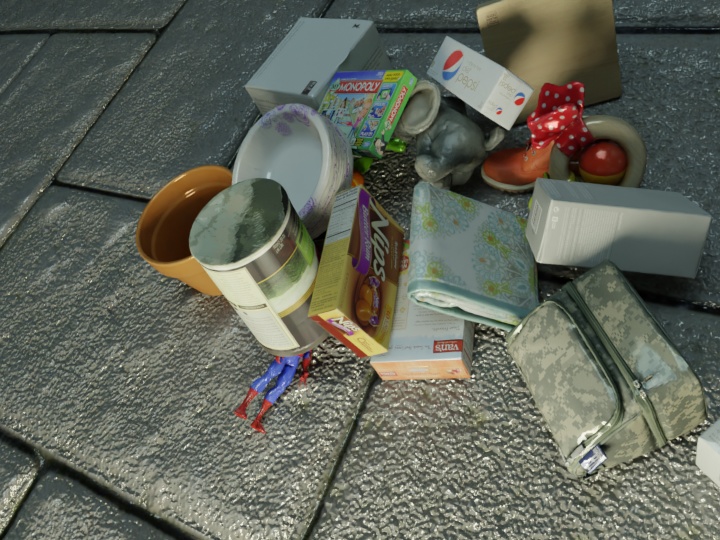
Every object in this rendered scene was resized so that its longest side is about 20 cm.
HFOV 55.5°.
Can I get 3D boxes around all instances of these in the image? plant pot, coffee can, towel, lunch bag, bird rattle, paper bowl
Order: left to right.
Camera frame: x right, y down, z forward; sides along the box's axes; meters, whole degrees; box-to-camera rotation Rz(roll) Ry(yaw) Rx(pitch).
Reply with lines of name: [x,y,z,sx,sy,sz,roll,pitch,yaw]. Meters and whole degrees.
plant pot: [-0.258,-0.055,1.157,0.194,0.141,0.205,-13,52,17]
coffee can: [-0.123,0.000,0.932,0.142,0.202,0.149,-13,47,15]
paper bowl: [-0.096,-0.142,1.052,0.196,0.103,0.208,-8,75,34]
towel: [0.155,-0.015,0.926,0.195,0.048,0.175,17,54,-17]
bird rattle: [0.304,-0.153,0.930,0.158,0.206,0.113,2,23,11]
lunch bag: [0.274,0.118,0.788,0.166,0.139,0.203,-33,49,13]

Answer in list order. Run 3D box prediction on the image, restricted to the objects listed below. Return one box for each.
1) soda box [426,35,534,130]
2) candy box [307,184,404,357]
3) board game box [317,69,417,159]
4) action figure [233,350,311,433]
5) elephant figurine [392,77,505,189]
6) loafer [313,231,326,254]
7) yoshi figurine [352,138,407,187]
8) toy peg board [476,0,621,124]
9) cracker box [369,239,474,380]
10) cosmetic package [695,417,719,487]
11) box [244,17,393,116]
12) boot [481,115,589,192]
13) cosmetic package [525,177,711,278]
soda box: [0.174,-0.286,1.029,0.069,0.062,0.201,-58,31,18]
candy box: [0.000,0.000,0.941,0.055,0.116,0.205,-15,49,35]
board game box: [-0.006,-0.253,1.095,0.198,0.029,0.138,19,83,53]
action figure: [-0.106,0.135,1.000,0.051,0.065,0.203,2,56,52]
elephant figurine: [0.105,-0.232,1.073,0.151,0.142,0.204,-22,73,-9]
loafer: [-0.077,-0.020,1.091,0.071,0.071,0.205,-1,56,24]
yoshi figurine: [0.028,-0.244,1.188,0.111,0.113,0.201,31,70,25]
toy peg board: [0.299,-0.366,1.094,0.194,0.203,0.099,-12,35,17]
cracker box: [0.095,0.051,0.969,0.130,0.058,0.205,-5,54,24]
cosmetic package: [0.458,0.162,0.702,0.198,0.082,0.113,-36,49,-5]
box: [-0.074,-0.356,1.287,0.197,0.132,0.201,19,65,38]
boot: [0.269,-0.179,1.021,0.194,0.108,0.077,-3,53,26]
cosmetic package: [0.316,-0.055,0.857,0.193,0.093,0.107,9,22,2]
